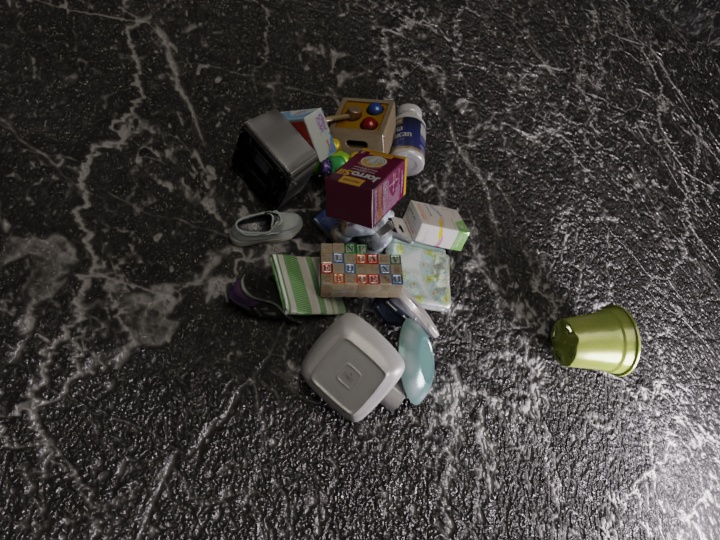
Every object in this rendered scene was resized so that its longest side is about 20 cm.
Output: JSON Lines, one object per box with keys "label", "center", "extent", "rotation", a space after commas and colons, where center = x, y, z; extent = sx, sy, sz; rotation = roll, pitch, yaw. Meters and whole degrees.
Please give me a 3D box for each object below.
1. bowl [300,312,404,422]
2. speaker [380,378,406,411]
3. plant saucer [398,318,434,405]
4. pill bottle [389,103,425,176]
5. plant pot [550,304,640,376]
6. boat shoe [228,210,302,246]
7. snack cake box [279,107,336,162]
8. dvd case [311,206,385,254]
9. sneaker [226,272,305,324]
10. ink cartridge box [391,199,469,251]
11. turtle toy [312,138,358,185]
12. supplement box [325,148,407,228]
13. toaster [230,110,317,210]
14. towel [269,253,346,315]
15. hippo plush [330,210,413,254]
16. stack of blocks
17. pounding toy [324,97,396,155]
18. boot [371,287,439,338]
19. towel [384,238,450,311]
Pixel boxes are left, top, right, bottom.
{"label": "bowl", "center": [-0.022, 0.220, 1.246], "extent": [0.199, 0.200, 0.075], "rotation": [42, 11, 0]}
{"label": "speaker", "center": [0.018, 0.240, 1.327], "extent": [0.199, 0.081, 0.082], "rotation": [38, 55, -4]}
{"label": "plant saucer", "center": [0.143, 0.215, 1.353], "extent": [0.200, 0.038, 0.206], "rotation": [35, 51, -58]}
{"label": "pill bottle", "center": [0.140, -0.394, 1.689], "extent": [0.109, 0.111, 0.204], "rotation": [16, 59, -18]}
{"label": "plant pot", "center": [0.655, 0.202, 1.618], "extent": [0.179, 0.201, 0.205], "rotation": [0, 64, -14]}
{"label": "boat shoe", "center": [-0.222, -0.109, 1.386], "extent": [0.197, 0.072, 0.071], "rotation": [-16, 73, -32]}
{"label": "snack cake box", "center": [-0.163, -0.340, 1.437], "extent": [0.067, 0.197, 0.117], "rotation": [-40, 124, -33]}
{"label": "dvd case", "center": [-0.018, -0.105, 1.521], "extent": [0.200, 0.018, 0.143], "rotation": [45, 54, 1]}
{"label": "sneaker", "center": [-0.217, 0.075, 1.304], "extent": [0.199, 0.087, 0.077], "rotation": [35, 38, -37]}
{"label": "ink cartridge box", "center": [0.194, -0.129, 1.587], "extent": [0.195, 0.068, 0.118], "rotation": [8, 37, -23]}
{"label": "turtle toy", "center": [-0.071, -0.270, 1.514], "extent": [0.197, 0.146, 0.102], "rotation": [31, 76, 14]}
{"label": "supplement box", "center": [0.016, -0.202, 1.358], "extent": [0.128, 0.105, 0.200], "rotation": [16, 38, 21]}
{"label": "toaster", "center": [-0.212, -0.264, 1.399], "extent": [0.201, 0.181, 0.118], "rotation": [48, 58, 3]}
{"label": "towel", "center": [-0.124, 0.036, 1.353], "extent": [0.198, 0.023, 0.156], "rotation": [4, 62, -51]}
{"label": "hippo plush", "center": [0.014, -0.129, 1.433], "extent": [0.158, 0.198, 0.164], "rotation": [35, 44, -31]}
{"label": "stack of blocks", "center": [0.000, 0.000, 1.366], "extent": [0.194, 0.059, 0.118], "rotation": [1, 56, -6]}
{"label": "pounding toy", "center": [-0.016, -0.397, 1.561], "extent": [0.195, 0.144, 0.187], "rotation": [8, 50, 13]}
{"label": "boot", "center": [0.116, 0.120, 1.452], "extent": [0.200, 0.090, 0.073], "rotation": [48, 12, -24]}
{"label": "towel", "center": [0.154, 0.012, 1.523], "extent": [0.195, 0.048, 0.176], "rotation": [11, 66, -22]}
